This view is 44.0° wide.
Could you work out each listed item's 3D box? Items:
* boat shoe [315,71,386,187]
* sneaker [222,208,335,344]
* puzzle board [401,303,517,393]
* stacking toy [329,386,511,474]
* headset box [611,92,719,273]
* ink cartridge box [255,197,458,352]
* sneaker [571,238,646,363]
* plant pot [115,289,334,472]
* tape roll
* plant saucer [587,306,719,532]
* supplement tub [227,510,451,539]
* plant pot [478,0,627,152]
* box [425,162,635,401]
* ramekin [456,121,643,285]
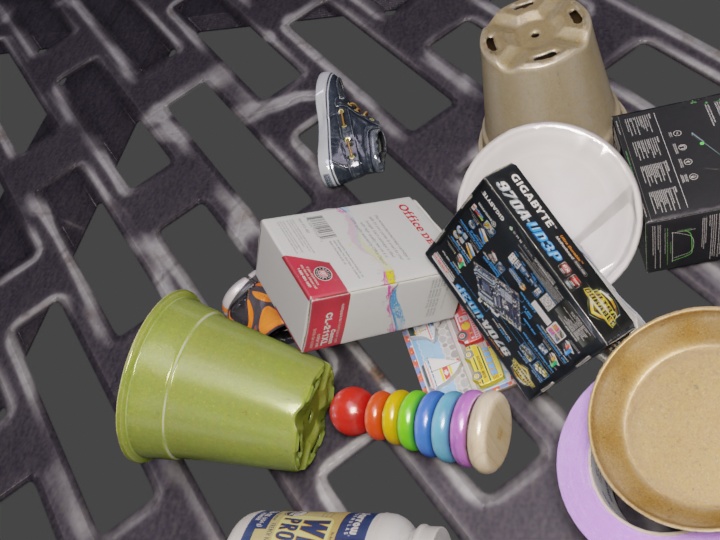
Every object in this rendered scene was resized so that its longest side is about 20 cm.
[{"bbox_3d":[-0.011,-0.208,1.272,0.090,0.071,0.201,-11,58,11],"label":"boat shoe"},{"bbox_3d":[-0.071,0.019,1.120,0.200,0.078,0.112,-46,55,-3],"label":"sneaker"},{"bbox_3d":[0.123,0.061,1.043,0.150,0.017,0.201,-22,49,4],"label":"puzzle board"},{"bbox_3d":[0.057,0.162,0.959,0.199,0.085,0.086,3,55,31],"label":"stacking toy"},{"bbox_3d":[0.404,-0.108,1.013,0.199,0.093,0.175,-12,50,10],"label":"headset box"},{"bbox_3d":[0.000,0.000,1.021,0.199,0.083,0.146,-10,42,-26],"label":"ink cartridge box"},{"bbox_3d":[0.226,0.025,0.929,0.200,0.071,0.073,40,111,3],"label":"sneaker"},{"bbox_3d":[-0.135,0.140,0.989,0.189,0.200,0.201,13,59,13],"label":"plant pot"},{"bbox_3d":[0.286,0.181,0.822,0.199,0.066,0.201,-17,56,27],"label":"tape roll"},{"bbox_3d":[0.299,0.129,0.775,0.199,0.035,0.201,-17,55,27],"label":"plant saucer"},{"bbox_3d":[-0.019,0.299,0.828,0.199,0.145,0.145,-4,53,18],"label":"supplement tub"},{"bbox_3d":[0.230,-0.232,1.118,0.199,0.184,0.201,-10,51,13],"label":"plant pot"},{"bbox_3d":[0.163,0.016,0.903,0.046,0.159,0.200,-27,74,-29],"label":"box"},{"bbox_3d":[0.213,-0.067,1.001,0.201,0.204,0.094,-4,11,18],"label":"ramekin"}]
